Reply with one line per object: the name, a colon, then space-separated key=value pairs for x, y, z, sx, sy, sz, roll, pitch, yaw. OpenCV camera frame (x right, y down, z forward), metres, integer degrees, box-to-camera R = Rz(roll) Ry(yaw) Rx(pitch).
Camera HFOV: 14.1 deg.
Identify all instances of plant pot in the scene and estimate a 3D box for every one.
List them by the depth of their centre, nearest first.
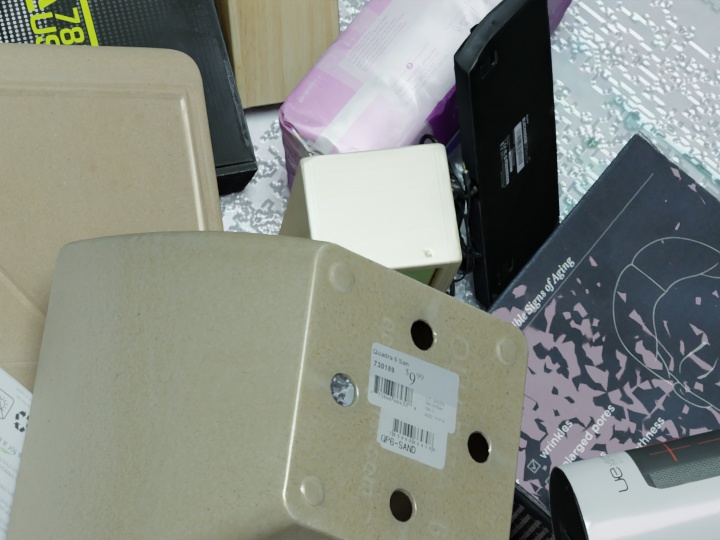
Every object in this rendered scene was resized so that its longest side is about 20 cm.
plant pot: x=-0.031 y=0.089 z=1.391 sx=0.199 sy=0.177 sz=0.201 roll=24 pitch=63 yaw=-33

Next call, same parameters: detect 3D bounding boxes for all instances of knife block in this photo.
knife block: x=-0.051 y=-0.209 z=1.594 sx=0.064 sy=0.176 sz=0.201 roll=-9 pitch=76 yaw=-8

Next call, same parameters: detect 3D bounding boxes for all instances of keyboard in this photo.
keyboard: x=0.063 y=-0.064 z=1.561 sx=0.039 sy=0.201 sz=0.104 roll=26 pitch=57 yaw=27

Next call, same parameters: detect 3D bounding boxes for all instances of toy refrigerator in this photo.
toy refrigerator: x=0.000 y=0.000 z=1.529 sx=0.075 sy=0.200 sz=0.070 roll=-6 pitch=75 yaw=-9

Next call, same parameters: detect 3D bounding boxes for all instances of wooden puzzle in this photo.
wooden puzzle: x=-0.151 y=-0.024 z=1.523 sx=0.184 sy=0.037 sz=0.201 roll=-1 pitch=73 yaw=-39

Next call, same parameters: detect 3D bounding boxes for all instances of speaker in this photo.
speaker: x=0.197 y=0.116 z=1.457 sx=0.199 sy=0.081 sz=0.082 roll=-12 pitch=76 yaw=-9

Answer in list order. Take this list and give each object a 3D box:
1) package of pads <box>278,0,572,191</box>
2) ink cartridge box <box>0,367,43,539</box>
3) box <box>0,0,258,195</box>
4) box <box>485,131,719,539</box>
package of pads: x=0.037 y=-0.116 z=1.606 sx=0.076 sy=0.121 sz=0.200 roll=37 pitch=74 yaw=11
ink cartridge box: x=-0.184 y=0.164 z=1.403 sx=0.198 sy=0.043 sz=0.201 roll=42 pitch=61 yaw=-26
box: x=-0.173 y=-0.125 z=1.612 sx=0.192 sy=0.048 sz=0.201 roll=-11 pitch=76 yaw=-17
box: x=0.154 y=0.072 z=1.567 sx=0.196 sy=0.124 sz=0.200 roll=40 pitch=75 yaw=3
